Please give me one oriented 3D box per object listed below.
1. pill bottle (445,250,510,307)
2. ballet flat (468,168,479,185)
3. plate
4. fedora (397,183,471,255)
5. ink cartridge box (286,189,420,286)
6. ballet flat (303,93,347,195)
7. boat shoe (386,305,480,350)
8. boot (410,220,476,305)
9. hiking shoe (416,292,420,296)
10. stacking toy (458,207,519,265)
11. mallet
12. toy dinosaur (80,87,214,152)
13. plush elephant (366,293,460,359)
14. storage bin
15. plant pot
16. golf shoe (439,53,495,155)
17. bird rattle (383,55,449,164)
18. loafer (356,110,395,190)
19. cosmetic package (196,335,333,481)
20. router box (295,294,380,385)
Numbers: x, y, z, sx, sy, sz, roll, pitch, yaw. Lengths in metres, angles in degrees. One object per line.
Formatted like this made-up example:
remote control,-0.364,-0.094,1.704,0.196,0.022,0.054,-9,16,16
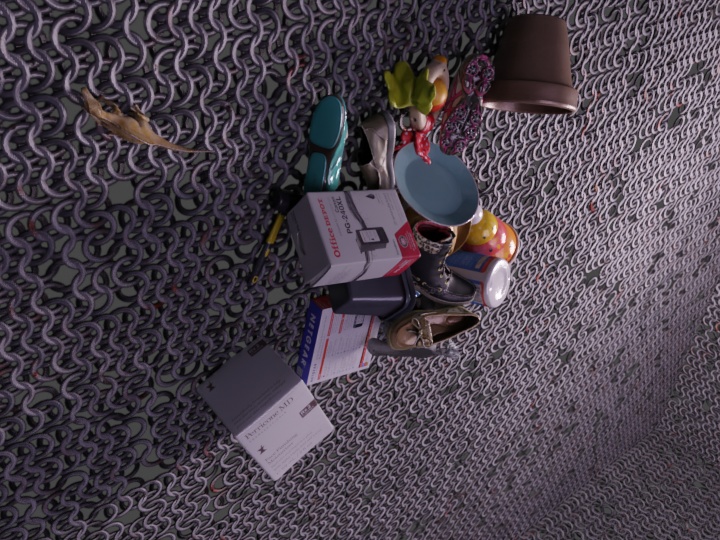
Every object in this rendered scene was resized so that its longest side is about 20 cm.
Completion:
pill bottle,0.222,0.011,1.471,0.112,0.200,0.112,-20,116,-48
ballet flat,0.184,-0.149,1.431,0.200,0.072,0.072,-43,139,-10
plate,0.148,-0.171,1.314,0.200,0.200,0.026,-16,164,-34
fedora,0.143,-0.086,1.370,0.200,0.082,0.201,-3,125,-4
ink cartridge box,-0.012,-0.062,1.172,0.200,0.145,0.083,-7,160,-36
ballet flat,-0.057,-0.221,1.170,0.070,0.067,0.200,-34,143,-56
boat shoe,0.146,0.112,1.319,0.200,0.063,0.073,-17,102,-25
boot,0.163,-0.012,1.315,0.203,0.074,0.154,21,140,-9
hiking shoe,0.147,0.100,1.563,0.200,0.087,0.074,29,97,-49
stacking toy,0.267,-0.089,1.483,0.146,0.146,0.200,-49,143,-3
mallet,-0.156,-0.058,1.210,0.066,0.041,0.200,0,123,-40
toy dinosaur,-0.312,-0.193,0.912,0.200,0.101,0.058,21,103,-48
plush elephant,0.127,0.103,1.436,0.200,0.155,0.165,9,153,-5
storage bin,0.000,0.000,1.289,0.134,0.200,0.146,0,158,-31
plant pot,0.344,-0.412,1.317,0.200,0.200,0.175,-1,101,-42
golf shoe,0.204,-0.326,1.299,0.073,0.092,0.200,16,105,-14
bird rattle,0.128,-0.311,1.243,0.163,0.113,0.200,-54,146,-24
loafer,0.022,-0.204,1.248,0.070,0.075,0.200,-14,126,-19
cosmetic package,-0.188,0.277,1.321,0.165,0.165,0.200,-40,138,-15
router box,-0.042,0.142,1.448,0.179,0.049,0.200,-9,124,-39
